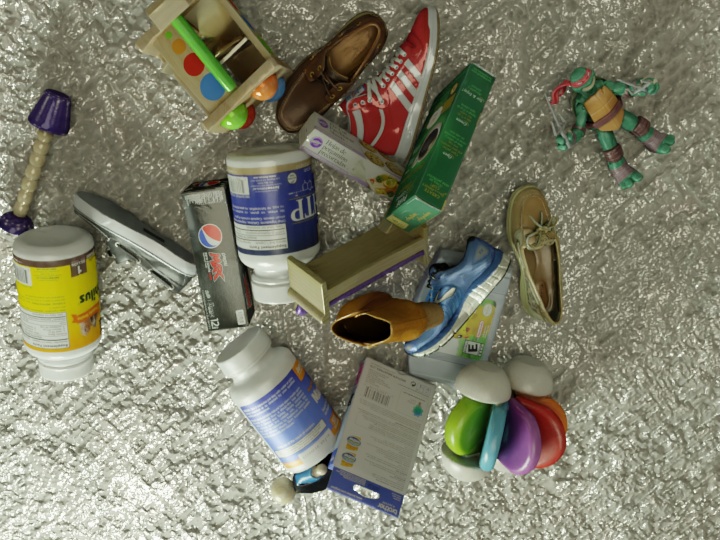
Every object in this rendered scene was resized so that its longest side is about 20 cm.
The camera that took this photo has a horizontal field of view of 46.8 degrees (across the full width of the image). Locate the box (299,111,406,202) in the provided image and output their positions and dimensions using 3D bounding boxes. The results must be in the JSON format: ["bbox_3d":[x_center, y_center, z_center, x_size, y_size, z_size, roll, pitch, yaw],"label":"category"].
[{"bbox_3d":[0.006,-0.144,1.133,0.198,0.042,0.039,28,126,-27],"label":"box"}]

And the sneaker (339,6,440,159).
[{"bbox_3d":[0.036,-0.259,1.119,0.110,0.071,0.204,11,108,-8],"label":"sneaker"}]

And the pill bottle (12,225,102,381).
[{"bbox_3d":[-0.421,0.048,1.168,0.106,0.110,0.205,1,112,-2],"label":"pill bottle"}]

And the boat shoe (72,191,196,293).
[{"bbox_3d":[-0.325,-0.035,1.178,0.198,0.070,0.067,32,102,-18],"label":"boat shoe"}]

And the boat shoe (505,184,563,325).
[{"bbox_3d":[0.259,-0.023,1.192,0.072,0.063,0.204,-19,109,-12],"label":"boat shoe"}]

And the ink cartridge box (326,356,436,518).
[{"bbox_3d":[0.028,0.242,1.209,0.117,0.042,0.204,23,63,-9],"label":"ink cartridge box"}]

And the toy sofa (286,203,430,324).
[{"bbox_3d":[0.000,0.000,1.131,0.198,0.082,0.099,-28,133,-31],"label":"toy sofa"}]

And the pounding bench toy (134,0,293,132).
[{"bbox_3d":[-0.180,-0.260,1.033,0.124,0.200,0.157,-39,94,9],"label":"pounding bench toy"}]

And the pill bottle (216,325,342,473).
[{"bbox_3d":[-0.121,0.185,1.222,0.111,0.112,0.202,-32,105,8],"label":"pill bottle"}]

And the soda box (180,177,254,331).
[{"bbox_3d":[-0.199,-0.022,1.179,0.062,0.071,0.205,-7,106,3],"label":"soda box"}]

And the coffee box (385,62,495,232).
[{"bbox_3d":[0.102,-0.156,1.084,0.043,0.123,0.203,27,72,-12],"label":"coffee box"}]

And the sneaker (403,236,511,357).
[{"bbox_3d":[0.123,0.036,1.180,0.089,0.078,0.201,40,104,7],"label":"sneaker"}]

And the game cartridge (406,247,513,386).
[{"bbox_3d":[0.139,0.074,1.238,0.130,0.041,0.205,12,105,-1],"label":"game cartridge"}]

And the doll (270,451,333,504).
[{"bbox_3d":[-0.044,0.300,1.261,0.197,0.137,0.049,-26,69,-7],"label":"doll"}]

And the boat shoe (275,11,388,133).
[{"bbox_3d":[-0.042,-0.265,1.116,0.072,0.068,0.200,43,101,-13],"label":"boat shoe"}]

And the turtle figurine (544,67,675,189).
[{"bbox_3d":[0.336,-0.213,1.129,0.149,0.102,0.199,-37,120,23],"label":"turtle figurine"}]

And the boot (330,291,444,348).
[{"bbox_3d":[0.003,0.069,1.137,0.198,0.142,0.073,-6,90,41],"label":"boot"}]

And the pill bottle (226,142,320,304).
[{"bbox_3d":[-0.115,-0.065,1.145,0.117,0.120,0.205,-5,107,0],"label":"pill bottle"}]

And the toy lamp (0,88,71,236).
[{"bbox_3d":[-0.444,-0.148,1.143,0.057,0.058,0.204,20,105,-8],"label":"toy lamp"}]

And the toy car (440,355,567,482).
[{"bbox_3d":[0.218,0.230,1.206,0.196,0.149,0.179,-2,112,-35],"label":"toy car"}]
